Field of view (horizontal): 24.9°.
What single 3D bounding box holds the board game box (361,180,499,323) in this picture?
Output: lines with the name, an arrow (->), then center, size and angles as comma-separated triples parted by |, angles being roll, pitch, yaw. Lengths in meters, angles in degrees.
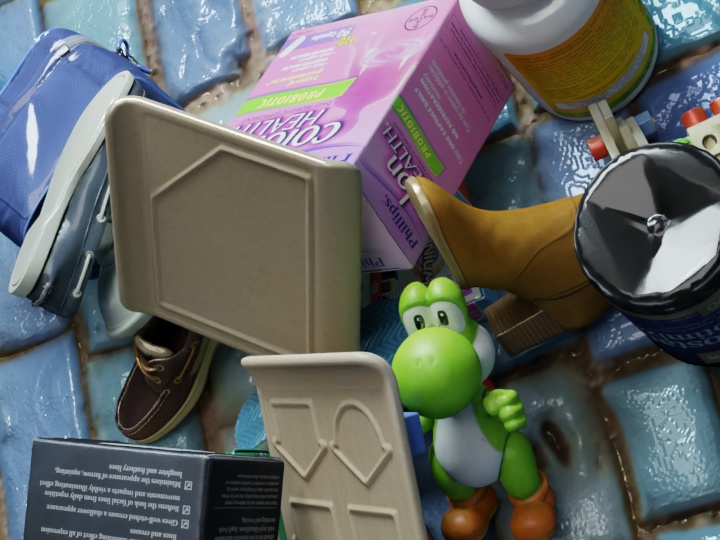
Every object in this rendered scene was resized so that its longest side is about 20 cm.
board game box -> 0.000, 0.000, 1.293 | 0.199, 0.040, 0.154 | -24, 63, 19

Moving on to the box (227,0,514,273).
box -> -0.009, -0.098, 1.233 | 0.175, 0.097, 0.201 | -5, 43, 41

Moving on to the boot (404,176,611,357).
boot -> 0.128, -0.032, 1.141 | 0.143, 0.201, 0.071 | -32, 43, 6

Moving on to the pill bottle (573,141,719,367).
pill bottle -> 0.223, -0.001, 1.078 | 0.111, 0.200, 0.113 | -10, 68, 25

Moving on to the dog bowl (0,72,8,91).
dog bowl -> -0.413, -0.139, 1.560 | 0.198, 0.050, 0.113 | -16, 66, 24

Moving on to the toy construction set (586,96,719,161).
toy construction set -> 0.255, -0.114, 1.165 | 0.199, 0.092, 0.132 | -29, 75, 22

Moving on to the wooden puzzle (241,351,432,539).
wooden puzzle -> -0.002, 0.149, 1.111 | 0.185, 0.046, 0.202 | -7, 100, 59

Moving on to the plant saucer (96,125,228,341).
plant saucer -> -0.169, -0.041, 1.329 | 0.200, 0.050, 0.201 | -50, 21, 27

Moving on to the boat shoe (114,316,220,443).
boat shoe -> -0.156, 0.057, 1.317 | 0.200, 0.072, 0.072 | -53, 51, 25

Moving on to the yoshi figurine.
yoshi figurine -> 0.067, 0.107, 1.122 | 0.112, 0.201, 0.112 | -28, 24, -15

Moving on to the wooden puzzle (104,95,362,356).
wooden puzzle -> -0.088, -0.024, 1.168 | 0.198, 0.186, 0.037 | 17, 37, 22

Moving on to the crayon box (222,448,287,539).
crayon box -> -0.108, 0.242, 1.190 | 0.118, 0.058, 0.202 | -18, 75, 24

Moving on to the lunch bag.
lunch bag -> -0.250, -0.111, 1.410 | 0.132, 0.136, 0.201 | 31, 85, 32

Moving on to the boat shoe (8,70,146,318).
boat shoe -> -0.211, -0.060, 1.289 | 0.075, 0.062, 0.202 | -13, 53, 61

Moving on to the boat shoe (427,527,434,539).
boat shoe -> 0.038, 0.236, 1.158 | 0.201, 0.084, 0.069 | 57, 132, 28

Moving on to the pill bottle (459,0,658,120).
pill bottle -> 0.138, -0.196, 1.193 | 0.110, 0.200, 0.112 | -9, 69, 25

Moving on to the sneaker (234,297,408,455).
sneaker -> 0.001, 0.091, 1.228 | 0.199, 0.081, 0.077 | -33, 37, 24

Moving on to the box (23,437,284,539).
box -> -0.147, 0.222, 1.119 | 0.147, 0.107, 0.202 | 3, 84, 28
